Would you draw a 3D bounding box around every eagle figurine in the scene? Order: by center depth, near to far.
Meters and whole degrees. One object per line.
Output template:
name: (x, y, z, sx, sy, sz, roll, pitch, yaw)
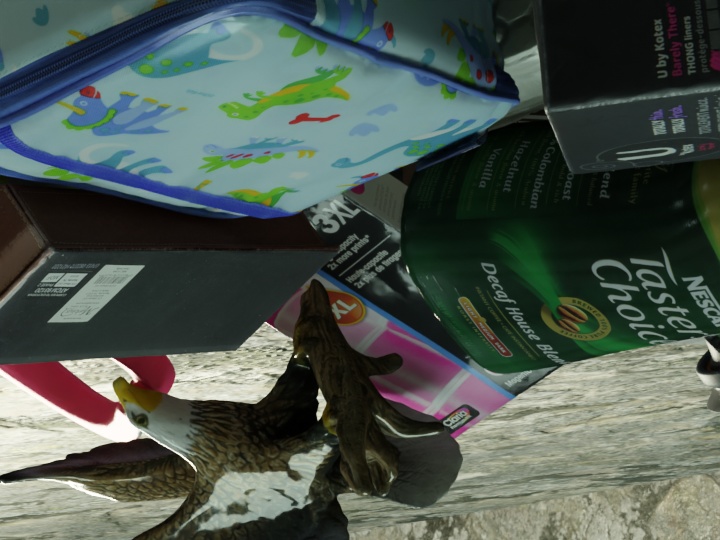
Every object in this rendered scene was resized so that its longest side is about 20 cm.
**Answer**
eagle figurine: (-0.068, 0.099, 1.131, 0.200, 0.151, 0.152, -44, 176, 25)

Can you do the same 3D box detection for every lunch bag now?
lunch bag: (-0.049, -0.079, 0.906, 0.160, 0.083, 0.200, -19, 162, 29)

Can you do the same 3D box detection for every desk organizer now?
desk organizer: (-0.103, -0.015, 0.999, 0.072, 0.077, 0.200, -43, 160, 24)

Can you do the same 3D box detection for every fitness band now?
fitness band: (-0.163, 0.032, 1.262, 0.143, 0.038, 0.200, 34, 165, -3)

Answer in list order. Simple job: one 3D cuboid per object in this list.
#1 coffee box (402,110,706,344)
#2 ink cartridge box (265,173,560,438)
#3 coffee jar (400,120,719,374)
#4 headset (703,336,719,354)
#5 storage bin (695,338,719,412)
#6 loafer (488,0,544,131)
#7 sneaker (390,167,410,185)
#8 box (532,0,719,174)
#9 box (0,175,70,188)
coffee box: (0.127, -0.023, 1.259, 0.199, 0.115, 0.080, 2, 168, -28)
ink cartridge box: (0.000, 0.000, 1.137, 0.200, 0.037, 0.095, 35, 132, -22)
coffee jar: (0.121, -0.017, 0.992, 0.199, 0.086, 0.104, -9, 133, 39)
headset: (0.161, -0.027, 1.064, 0.123, 0.200, 0.094, -31, -172, 47)
storage bin: (0.232, -0.038, 1.149, 0.199, 0.135, 0.145, -16, -163, 47)
loafer: (0.035, -0.081, 1.017, 0.199, 0.070, 0.070, -14, 158, 36)
sneaker: (-0.033, -0.014, 1.341, 0.115, 0.076, 0.200, 0, 170, -10)
box: (0.161, -0.104, 0.850, 0.199, 0.107, 0.122, -6, 171, 8)
box: (-0.187, -0.030, 1.027, 0.200, 0.048, 0.122, -36, 162, 11)
